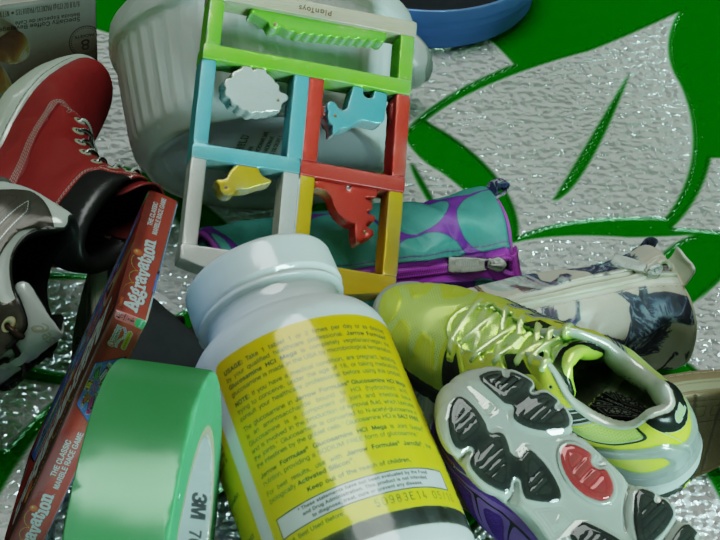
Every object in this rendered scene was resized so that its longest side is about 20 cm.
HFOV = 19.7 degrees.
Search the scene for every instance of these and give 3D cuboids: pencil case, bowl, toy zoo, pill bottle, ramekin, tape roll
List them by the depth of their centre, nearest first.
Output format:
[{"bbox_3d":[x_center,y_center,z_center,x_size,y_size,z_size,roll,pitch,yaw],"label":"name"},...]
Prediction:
[{"bbox_3d":[-0.103,0.144,0.970,0.048,0.202,0.201,8,37,3],"label":"tape roll"},{"bbox_3d":[-0.022,0.086,1.081,0.111,0.113,0.201,-12,62,-20],"label":"pill bottle"},{"bbox_3d":[-0.038,-0.061,1.215,0.130,0.020,0.202,8,74,-14],"label":"toy zoo"},{"bbox_3d":[0.101,0.037,1.230,0.198,0.090,0.078,-12,42,-20],"label":"pencil case"},{"bbox_3d":[0.000,0.000,1.270,0.198,0.086,0.092,-9,8,-16],"label":"pencil case"},{"bbox_3d":[-0.061,-0.111,1.332,0.200,0.203,0.095,-1,70,-7],"label":"ramekin"},{"bbox_3d":[0.044,-0.237,1.632,0.198,0.040,0.201,3,36,-2],"label":"bowl"}]

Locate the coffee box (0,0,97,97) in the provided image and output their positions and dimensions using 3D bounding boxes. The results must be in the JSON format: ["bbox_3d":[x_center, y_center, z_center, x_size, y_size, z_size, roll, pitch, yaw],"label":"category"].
[{"bbox_3d":[-0.284,-0.145,1.414,0.198,0.115,0.080,-10,38,-20],"label":"coffee box"}]

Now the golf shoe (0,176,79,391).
[{"bbox_3d":[-0.213,0.045,1.124,0.094,0.078,0.202,11,80,16],"label":"golf shoe"}]

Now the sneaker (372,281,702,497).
[{"bbox_3d":[0.096,0.047,1.119,0.199,0.077,0.076,23,61,19],"label":"sneaker"}]

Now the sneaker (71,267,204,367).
[{"bbox_3d":[-0.109,0.058,1.208,0.105,0.075,0.201,5,37,-17],"label":"sneaker"}]

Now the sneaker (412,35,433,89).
[{"bbox_3d":[-0.048,-0.146,1.489,0.198,0.071,0.081,8,52,10],"label":"sneaker"}]

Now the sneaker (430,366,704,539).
[{"bbox_3d":[0.112,0.136,1.084,0.080,0.084,0.200,-35,80,-19],"label":"sneaker"}]

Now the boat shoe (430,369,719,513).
[{"bbox_3d":[0.139,0.085,1.188,0.198,0.073,0.065,-12,40,-12],"label":"boat shoe"}]

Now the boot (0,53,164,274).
[{"bbox_3d":[-0.162,-0.064,1.251,0.143,0.073,0.201,-3,38,26],"label":"boot"}]

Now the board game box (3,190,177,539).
[{"bbox_3d":[-0.144,0.064,1.079,0.019,0.201,0.103,21,35,-11],"label":"board game box"}]
